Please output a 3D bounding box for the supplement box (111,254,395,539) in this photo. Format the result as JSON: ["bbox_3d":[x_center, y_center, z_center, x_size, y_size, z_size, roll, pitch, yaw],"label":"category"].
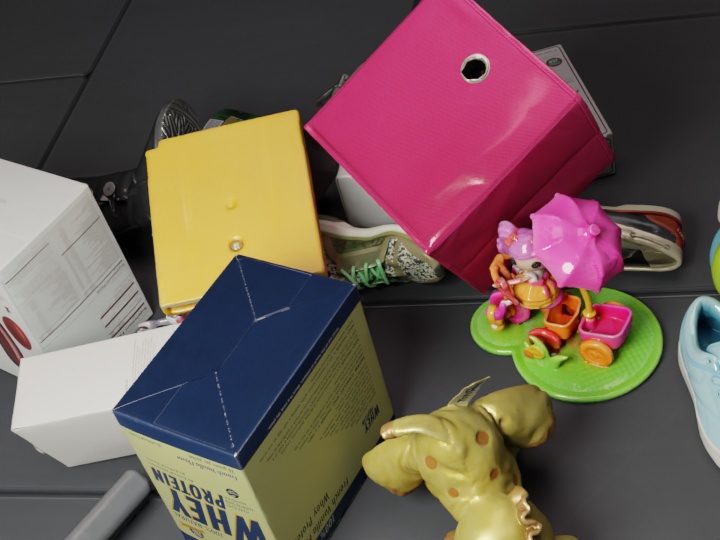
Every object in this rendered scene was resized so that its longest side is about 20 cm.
[{"bbox_3d":[-0.085,0.134,1.026,0.134,0.200,0.200,14,51,29],"label":"supplement box"}]

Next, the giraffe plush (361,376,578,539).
[{"bbox_3d":[0.108,0.195,0.954,0.172,0.200,0.163,-19,71,-7],"label":"giraffe plush"}]

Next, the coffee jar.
[{"bbox_3d":[-0.112,-0.135,1.341,0.086,0.104,0.200,-57,31,-7],"label":"coffee jar"}]

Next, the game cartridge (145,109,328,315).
[{"bbox_3d":[-0.133,-0.063,1.196,0.175,0.032,0.201,-12,63,4],"label":"game cartridge"}]

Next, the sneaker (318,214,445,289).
[{"bbox_3d":[0.000,0.000,1.239,0.199,0.077,0.089,8,52,35],"label":"sneaker"}]

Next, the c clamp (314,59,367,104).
[{"bbox_3d":[-0.035,-0.182,1.422,0.171,0.027,0.201,-37,28,51],"label":"c clamp"}]

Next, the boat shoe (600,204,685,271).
[{"bbox_3d":[0.239,-0.030,1.195,0.199,0.071,0.063,1,48,13],"label":"boat shoe"}]

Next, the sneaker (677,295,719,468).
[{"bbox_3d":[0.331,0.105,1.013,0.074,0.082,0.200,-18,43,0],"label":"sneaker"}]

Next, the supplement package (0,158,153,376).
[{"bbox_3d":[-0.373,0.004,1.252,0.191,0.201,0.147,17,53,32],"label":"supplement package"}]

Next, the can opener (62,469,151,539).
[{"bbox_3d":[-0.256,0.280,1.053,0.067,0.053,0.200,38,59,5],"label":"can opener"}]

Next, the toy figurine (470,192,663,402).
[{"bbox_3d":[0.186,0.005,1.087,0.199,0.185,0.150,14,51,30],"label":"toy figurine"}]

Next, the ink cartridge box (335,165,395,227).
[{"bbox_3d":[0.066,-0.149,1.358,0.145,0.084,0.201,-1,45,18],"label":"ink cartridge box"}]

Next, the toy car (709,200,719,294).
[{"bbox_3d":[0.424,-0.021,1.080,0.199,0.176,0.150,-16,8,1],"label":"toy car"}]

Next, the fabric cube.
[{"bbox_3d":[0.103,-0.128,1.132,0.199,0.200,0.196,-45,66,7],"label":"fabric cube"}]

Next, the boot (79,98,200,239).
[{"bbox_3d":[-0.295,-0.112,1.387,0.199,0.066,0.166,-16,55,33],"label":"boot"}]

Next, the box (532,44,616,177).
[{"bbox_3d":[0.219,-0.182,1.362,0.116,0.060,0.200,-16,42,0],"label":"box"}]

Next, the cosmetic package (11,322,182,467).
[{"bbox_3d":[-0.229,0.125,1.124,0.199,0.108,0.085,-11,58,14],"label":"cosmetic package"}]

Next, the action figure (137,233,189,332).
[{"bbox_3d":[-0.166,0.011,1.271,0.148,0.134,0.200,11,40,-9],"label":"action figure"}]
